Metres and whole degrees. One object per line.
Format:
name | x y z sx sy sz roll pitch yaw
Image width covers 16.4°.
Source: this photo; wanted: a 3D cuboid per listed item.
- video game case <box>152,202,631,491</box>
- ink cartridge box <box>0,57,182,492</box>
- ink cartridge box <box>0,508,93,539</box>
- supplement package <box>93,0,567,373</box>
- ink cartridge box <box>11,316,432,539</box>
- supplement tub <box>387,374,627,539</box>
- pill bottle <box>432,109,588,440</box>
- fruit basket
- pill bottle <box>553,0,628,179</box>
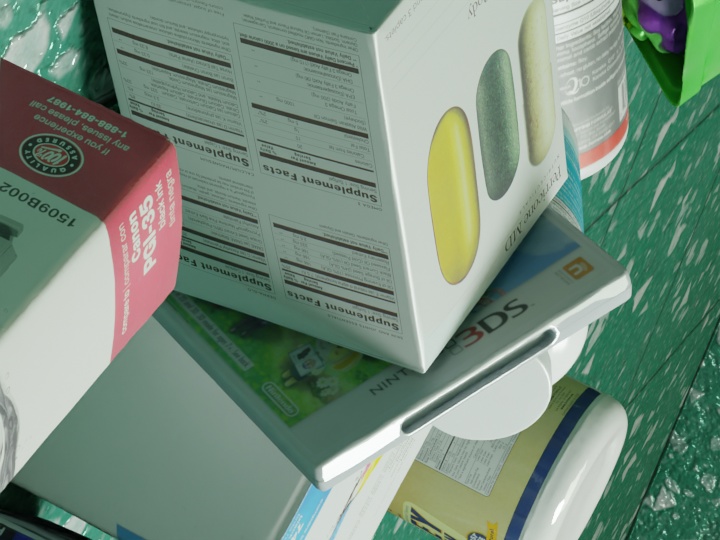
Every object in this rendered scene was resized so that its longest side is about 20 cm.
video game case | 0.000 0.000 1.211 0.182 0.200 0.022 -31 136 -18
ink cartridge box | -0.174 0.015 0.844 0.200 0.146 0.083 -52 161 -37
ink cartridge box | -0.111 0.170 1.222 0.041 0.199 0.200 -66 167 -3
supplement package | -0.009 -0.091 1.140 0.152 0.150 0.200 -52 147 -36
ink cartridge box | -0.068 0.093 1.338 0.146 0.146 0.200 -62 165 -7
supplement tub | 0.069 0.114 1.733 0.145 0.200 0.145 -56 163 -26
pill bottle | 0.062 -0.005 1.302 0.200 0.110 0.111 -87 -172 -49
fruit basket | 0.155 -0.204 1.596 0.216 0.215 0.156 -57 164 -23
pill bottle | 0.087 -0.154 1.389 0.116 0.116 0.200 -49 142 -42
